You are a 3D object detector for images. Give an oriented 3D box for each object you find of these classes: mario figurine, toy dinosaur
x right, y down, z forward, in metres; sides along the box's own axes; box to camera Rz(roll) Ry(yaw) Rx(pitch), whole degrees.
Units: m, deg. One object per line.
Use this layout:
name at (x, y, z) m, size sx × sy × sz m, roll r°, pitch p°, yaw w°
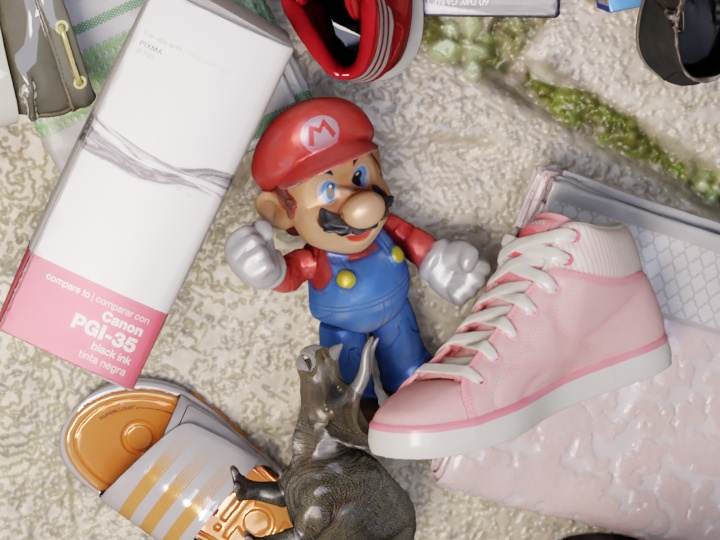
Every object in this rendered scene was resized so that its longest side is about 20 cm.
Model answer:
mario figurine at (0.000, 0.000, 1.510) m, size 0.106 × 0.123 × 0.200 m, roll -4°, pitch 118°, yaw 27°
toy dinosaur at (-0.010, 0.139, 1.510) m, size 0.102 × 0.077 × 0.200 m, roll -18°, pitch 124°, yaw 1°

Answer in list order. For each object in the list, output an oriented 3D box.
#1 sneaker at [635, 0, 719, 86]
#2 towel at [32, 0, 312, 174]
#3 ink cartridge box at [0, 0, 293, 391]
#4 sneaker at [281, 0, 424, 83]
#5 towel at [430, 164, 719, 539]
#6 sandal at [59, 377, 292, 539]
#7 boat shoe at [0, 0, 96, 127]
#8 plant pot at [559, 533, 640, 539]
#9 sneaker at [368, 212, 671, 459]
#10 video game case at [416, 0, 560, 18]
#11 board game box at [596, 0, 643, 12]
sneaker at (0.197, -0.195, 1.466) m, size 0.075 × 0.106 × 0.200 m, roll 6°, pitch 97°, yaw -5°
towel at (-0.130, -0.141, 1.536) m, size 0.149 × 0.031 × 0.200 m, roll -25°, pitch 100°, yaw -1°
ink cartridge box at (-0.113, -0.052, 1.464) m, size 0.083 × 0.147 × 0.200 m, roll 26°, pitch 96°, yaw -6°
sneaker at (-0.003, -0.197, 1.469) m, size 0.078 × 0.116 × 0.200 m, roll -8°, pitch 98°, yaw 10°
towel at (0.158, 0.056, 1.566) m, size 0.200 × 0.032 × 0.191 m, roll 16°, pitch 97°, yaw -19°
sandal at (-0.074, 0.134, 1.568) m, size 0.206 × 0.059 × 0.079 m, roll 33°, pitch 95°, yaw -8°
boat shoe at (-0.187, -0.181, 1.486) m, size 0.060 × 0.072 × 0.202 m, roll -10°, pitch 96°, yaw -12°
plant pot at (0.144, 0.243, 1.532) m, size 0.200 × 0.198 × 0.201 m, roll -1°, pitch 99°, yaw -5°
sneaker at (0.077, 0.029, 1.467) m, size 0.200 × 0.075 × 0.105 m, roll -20°, pitch 104°, yaw -34°
video game case at (0.041, -0.241, 1.524) m, size 0.143 × 0.019 × 0.200 m, roll 2°, pitch 98°, yaw 9°
board game box at (0.221, -0.229, 1.540) m, size 0.200 × 0.045 × 0.135 m, roll -12°, pitch 100°, yaw -2°
